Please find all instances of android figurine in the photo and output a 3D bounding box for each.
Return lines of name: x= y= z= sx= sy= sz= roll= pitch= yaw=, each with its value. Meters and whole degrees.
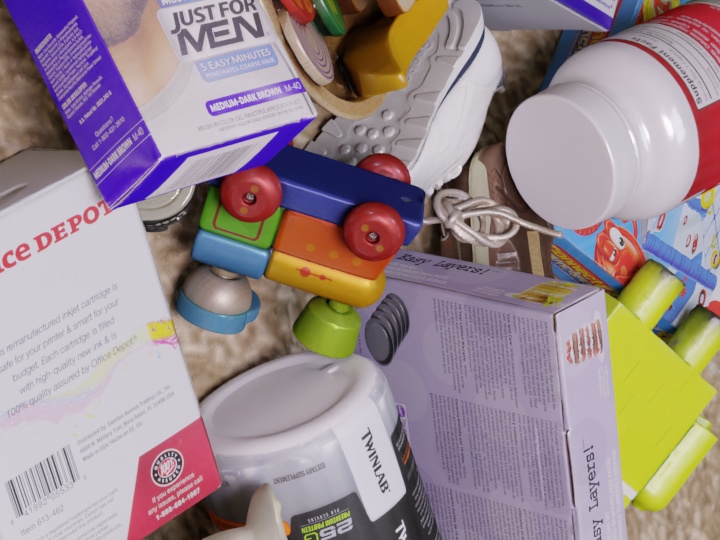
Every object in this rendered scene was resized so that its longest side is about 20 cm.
android figurine: x=0.155 y=0.094 z=1.642 sx=0.200 sy=0.041 sz=0.182 roll=-51 pitch=129 yaw=-4

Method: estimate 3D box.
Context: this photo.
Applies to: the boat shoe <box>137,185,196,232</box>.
boat shoe: x=-0.108 y=-0.120 z=1.398 sx=0.068 sy=0.072 sz=0.200 roll=57 pitch=39 yaw=-78

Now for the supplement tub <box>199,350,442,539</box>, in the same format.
supplement tub: x=-0.016 y=0.157 z=1.463 sx=0.123 sy=0.122 sz=0.200 roll=-37 pitch=118 yaw=-36

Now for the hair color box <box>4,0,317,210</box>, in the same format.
hair color box: x=-0.118 y=-0.141 z=1.313 sx=0.109 sy=0.065 sz=0.200 roll=-19 pitch=76 yaw=-41

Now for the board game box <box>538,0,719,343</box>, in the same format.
board game box: x=0.194 y=-0.073 z=1.689 sx=0.196 sy=0.056 sz=0.200 roll=35 pitch=70 yaw=-41

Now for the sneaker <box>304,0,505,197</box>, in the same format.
sneaker: x=0.027 y=-0.069 z=1.521 sx=0.200 sy=0.076 sz=0.081 roll=-54 pitch=142 yaw=-22

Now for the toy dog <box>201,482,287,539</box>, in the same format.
toy dog: x=-0.118 y=0.224 z=1.318 sx=0.200 sy=0.194 sz=0.140 roll=-17 pitch=108 yaw=1

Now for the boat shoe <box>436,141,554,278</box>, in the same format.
boat shoe: x=0.082 y=0.026 z=1.564 sx=0.075 sy=0.075 sz=0.203 roll=9 pitch=75 yaw=-44

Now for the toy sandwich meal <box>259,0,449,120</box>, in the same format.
toy sandwich meal: x=-0.005 y=-0.182 z=1.434 sx=0.205 sy=0.070 sz=0.205 roll=41 pitch=42 yaw=-51

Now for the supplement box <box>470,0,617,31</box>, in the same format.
supplement box: x=0.110 y=-0.255 z=1.556 sx=0.103 sy=0.101 sz=0.200 roll=22 pitch=79 yaw=-43

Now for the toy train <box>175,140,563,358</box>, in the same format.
toy train: x=0.000 y=0.000 z=1.423 sx=0.200 sy=0.085 sz=0.116 roll=18 pitch=116 yaw=-4

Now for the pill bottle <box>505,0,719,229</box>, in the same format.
pill bottle: x=0.186 y=-0.097 z=1.560 sx=0.200 sy=0.112 sz=0.112 roll=-26 pitch=112 yaw=-39

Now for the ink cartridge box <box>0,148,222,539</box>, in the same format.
ink cartridge box: x=-0.172 y=0.053 z=1.327 sx=0.146 sy=0.083 sz=0.200 roll=-31 pitch=115 yaw=-37

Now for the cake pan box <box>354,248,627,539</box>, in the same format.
cake pan box: x=0.068 y=0.095 z=1.488 sx=0.052 sy=0.184 sz=0.200 roll=-23 pitch=113 yaw=-39
